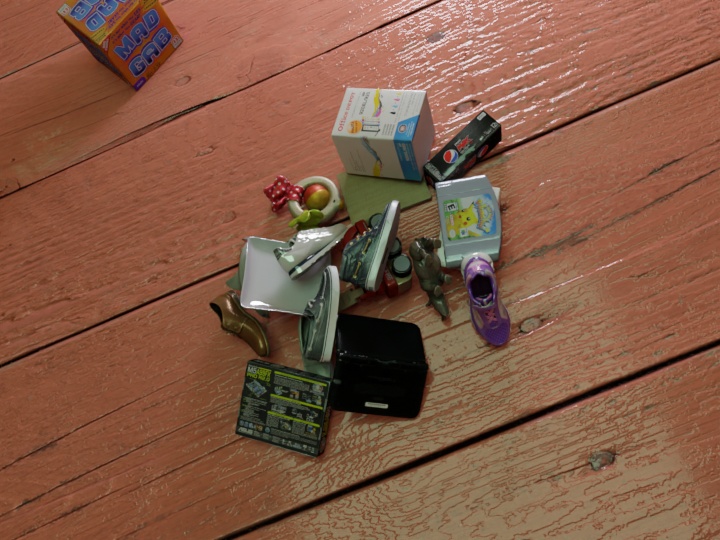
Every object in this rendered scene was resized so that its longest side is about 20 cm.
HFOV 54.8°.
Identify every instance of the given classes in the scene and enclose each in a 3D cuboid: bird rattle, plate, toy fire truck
[{"bbox_3d":[-0.127,-0.159,1.656,0.161,0.114,0.201,-29,53,-11],"label":"bird rattle"},{"bbox_3d":[-0.163,0.022,1.541,0.196,0.033,0.202,9,49,-12],"label":"plate"},{"bbox_3d":[0.000,0.000,1.546,0.197,0.129,0.178,-25,66,-8],"label":"toy fire truck"}]

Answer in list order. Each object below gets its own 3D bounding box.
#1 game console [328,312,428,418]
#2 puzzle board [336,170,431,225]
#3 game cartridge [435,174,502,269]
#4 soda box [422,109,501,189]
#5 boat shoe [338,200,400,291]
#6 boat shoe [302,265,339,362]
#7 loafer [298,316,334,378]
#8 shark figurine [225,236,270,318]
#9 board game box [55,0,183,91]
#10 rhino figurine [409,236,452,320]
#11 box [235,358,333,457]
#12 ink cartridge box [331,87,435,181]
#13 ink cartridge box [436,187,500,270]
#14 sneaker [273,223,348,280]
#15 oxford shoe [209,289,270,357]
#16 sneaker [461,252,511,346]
[{"bbox_3d":[0.032,0.200,1.461,0.196,0.116,0.180,8,99,-14],"label":"game console"},{"bbox_3d":[0.054,-0.198,1.652,0.196,0.017,0.153,-20,66,4],"label":"puzzle board"},{"bbox_3d":[0.236,-0.108,1.492,0.130,0.041,0.204,-8,68,5],"label":"game cartridge"},{"bbox_3d":[0.236,-0.271,1.606,0.200,0.071,0.063,-43,68,-5],"label":"soda box"},{"bbox_3d":[0.019,-0.062,1.467,0.089,0.071,0.204,15,77,15],"label":"boat shoe"},{"bbox_3d":[-0.086,0.087,1.452,0.066,0.072,0.205,9,80,-14],"label":"boat shoe"},{"bbox_3d":[-0.102,0.182,1.515,0.069,0.070,0.203,-19,67,7],"label":"loafer"},{"bbox_3d":[-0.270,0.000,1.598,0.088,0.128,0.219,-19,65,19],"label":"shark figurine"},{"bbox_3d":[-0.648,-0.663,1.888,0.199,0.200,0.201,37,80,22],"label":"board game box"},{"bbox_3d":[0.154,0.019,1.475,0.059,0.203,0.087,-26,25,-18],"label":"rhino figurine"},{"bbox_3d":[-0.160,0.290,1.476,0.196,0.044,0.164,10,91,17],"label":"box"},{"bbox_3d":[0.055,-0.318,1.610,0.196,0.145,0.150,8,63,20],"label":"ink cartridge box"},{"bbox_3d":[0.238,-0.085,1.538,0.114,0.068,0.204,9,71,16],"label":"ink cartridge box"},{"bbox_3d":[-0.105,-0.062,1.549,0.081,0.076,0.199,48,50,4],"label":"sneaker"},{"bbox_3d":[-0.273,0.130,1.563,0.071,0.072,0.200,-21,51,-37],"label":"oxford shoe"},{"bbox_3d":[0.258,0.069,1.425,0.079,0.089,0.204,-17,104,8],"label":"sneaker"}]
